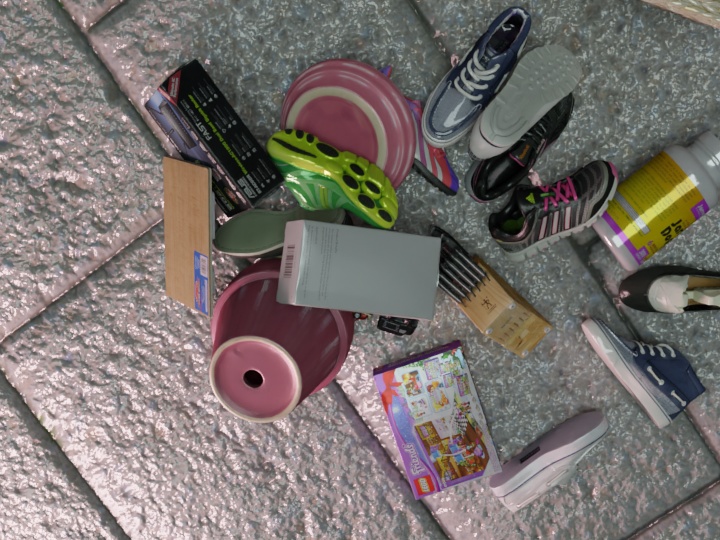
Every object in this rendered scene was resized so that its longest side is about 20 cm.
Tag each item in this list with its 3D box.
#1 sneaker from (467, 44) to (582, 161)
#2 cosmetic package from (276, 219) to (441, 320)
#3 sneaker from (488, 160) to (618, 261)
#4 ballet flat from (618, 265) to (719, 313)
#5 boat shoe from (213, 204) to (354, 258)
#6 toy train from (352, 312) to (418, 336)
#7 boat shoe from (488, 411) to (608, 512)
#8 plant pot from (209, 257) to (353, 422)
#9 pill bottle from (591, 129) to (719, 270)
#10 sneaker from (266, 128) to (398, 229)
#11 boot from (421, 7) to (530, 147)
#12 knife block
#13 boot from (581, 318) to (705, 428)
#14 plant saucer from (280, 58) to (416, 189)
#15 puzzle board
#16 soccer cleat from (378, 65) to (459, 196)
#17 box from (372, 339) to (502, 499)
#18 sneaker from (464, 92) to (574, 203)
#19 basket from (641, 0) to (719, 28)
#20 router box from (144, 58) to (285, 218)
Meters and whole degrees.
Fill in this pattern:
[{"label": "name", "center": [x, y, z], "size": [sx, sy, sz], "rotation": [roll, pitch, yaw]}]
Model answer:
[{"label": "sneaker", "center": [0.211, -0.221, 1.499], "size": [0.076, 0.081, 0.200], "rotation": [46, 66, 6]}, {"label": "cosmetic package", "center": [0.000, 0.000, 1.495], "size": [0.198, 0.081, 0.114], "rotation": [9, 87, -21]}, {"label": "sneaker", "center": [0.253, -0.088, 1.542], "size": [0.199, 0.074, 0.087], "rotation": [-35, 137, 28]}, {"label": "ballet flat", "center": [0.464, 0.029, 1.598], "size": [0.197, 0.068, 0.069], "rotation": [-2, 103, 2]}, {"label": "boat shoe", "center": [-0.106, -0.049, 1.591], "size": [0.199, 0.061, 0.073], "rotation": [-11, 61, 20]}, {"label": "toy train", "center": [-0.014, 0.052, 1.633], "size": [0.198, 0.034, 0.046], "rotation": [18, 112, -2]}, {"label": "boat shoe", "center": [0.282, 0.279, 1.661], "size": [0.199, 0.074, 0.066], "rotation": [-35, 104, 18]}, {"label": "plant pot", "center": [-0.119, 0.107, 1.551], "size": [0.197, 0.179, 0.202], "rotation": [4, 113, 9]}, {"label": "pill bottle", "center": [0.412, -0.099, 1.554], "size": [0.199, 0.104, 0.104], "rotation": [-39, 99, 9]}, {"label": "sneaker", "center": [-0.036, -0.114, 1.508], "size": [0.199, 0.074, 0.084], "rotation": [32, 142, 10]}, {"label": "boot", "center": [0.149, -0.256, 1.499], "size": [0.072, 0.090, 0.201], "rotation": [34, 83, 5]}, {"label": "knife block", "center": [0.166, 0.023, 1.616], "size": [0.064, 0.176, 0.199], "rotation": [-46, 142, 11]}, {"label": "boot", "center": [0.402, 0.124, 1.626], "size": [0.090, 0.073, 0.200], "rotation": [-40, 107, 2]}, {"label": "plant saucer", "center": [-0.024, -0.179, 1.534], "size": [0.198, 0.051, 0.203], "rotation": [11, 117, 22]}, {"label": "puzzle board", "center": [-0.233, -0.049, 1.567], "size": [0.017, 0.150, 0.203], "rotation": [-7, 105, -32]}, {"label": "soccer cleat", "center": [0.076, -0.188, 1.563], "size": [0.073, 0.068, 0.200], "rotation": [-43, 96, 5]}, {"label": "box", "center": [0.112, 0.217, 1.661], "size": [0.135, 0.039, 0.202], "rotation": [-18, 101, 4]}, {"label": "sneaker", "center": [0.223, -0.168, 1.552], "size": [0.080, 0.086, 0.201], "rotation": [32, 100, -7]}, {"label": "basket", "center": [0.402, -0.411, 1.444], "size": [0.198, 0.198, 0.162], "rotation": [18, 106, -3]}, {"label": "router box", "center": [-0.197, -0.171, 1.524], "size": [0.062, 0.150, 0.201], "rotation": [-39, 99, -16]}]
